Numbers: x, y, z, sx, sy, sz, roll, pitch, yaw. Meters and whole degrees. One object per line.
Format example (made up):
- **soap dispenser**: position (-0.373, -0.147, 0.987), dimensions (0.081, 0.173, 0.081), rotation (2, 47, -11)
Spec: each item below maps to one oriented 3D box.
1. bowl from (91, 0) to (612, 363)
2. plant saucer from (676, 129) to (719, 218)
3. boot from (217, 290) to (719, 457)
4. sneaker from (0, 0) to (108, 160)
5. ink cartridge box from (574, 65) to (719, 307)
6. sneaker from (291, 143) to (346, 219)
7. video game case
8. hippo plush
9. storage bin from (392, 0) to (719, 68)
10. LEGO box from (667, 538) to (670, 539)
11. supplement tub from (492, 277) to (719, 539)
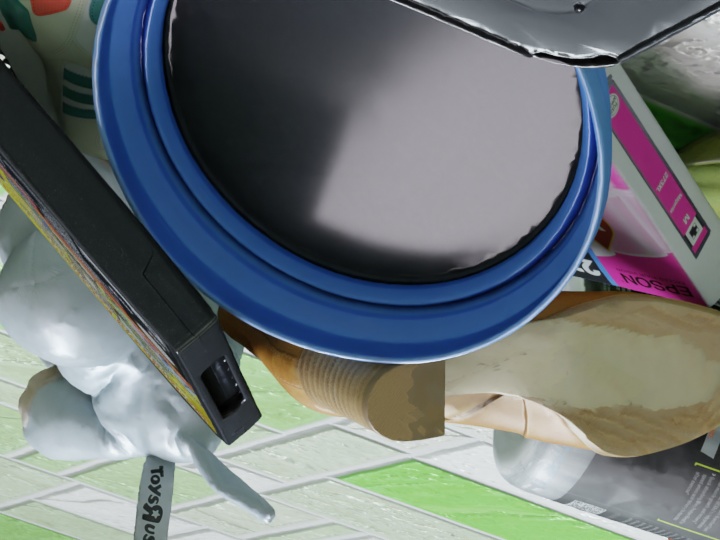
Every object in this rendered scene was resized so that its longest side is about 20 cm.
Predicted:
- **bowl**: position (-0.001, -0.059, 0.943), dimensions (0.199, 0.039, 0.202), rotation (11, 124, 16)
- **plant saucer**: position (0.214, -0.019, 1.082), dimensions (0.198, 0.031, 0.200), rotation (15, 165, 4)
- **boot**: position (0.052, 0.025, 1.077), dimensions (0.200, 0.071, 0.144), rotation (-2, -162, -26)
- **sneaker**: position (-0.090, -0.091, 1.054), dimensions (0.093, 0.071, 0.200), rotation (16, 162, 19)
- **ink cartridge box**: position (0.093, -0.035, 1.052), dimensions (0.094, 0.037, 0.200), rotation (14, 157, 40)
- **sneaker**: position (-0.018, -0.062, 1.089), dimensions (0.079, 0.074, 0.200), rotation (41, 178, 6)
- **video game case**: position (-0.118, -0.026, 1.043), dimensions (0.200, 0.025, 0.181), rotation (48, 172, 13)
- **hippo plush**: position (-0.147, 0.030, 1.337), dimensions (0.158, 0.201, 0.161), rotation (-19, 140, 26)
- **storage bin**: position (0.060, -0.140, 0.708), dimensions (0.134, 0.094, 0.200), rotation (20, 163, -17)
- **LEGO box**: position (0.275, 0.123, 1.416), dimensions (0.198, 0.078, 0.149), rotation (12, 164, 11)
- **supplement tub**: position (0.176, 0.077, 1.274), dimensions (0.199, 0.123, 0.122), rotation (19, 164, -11)
